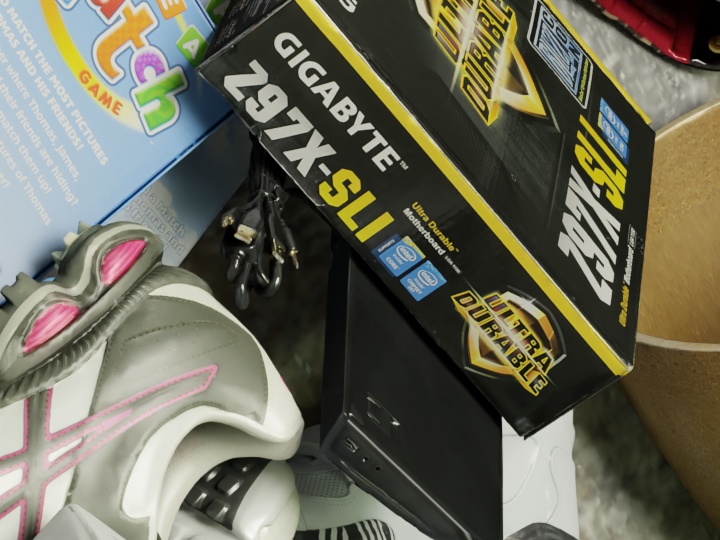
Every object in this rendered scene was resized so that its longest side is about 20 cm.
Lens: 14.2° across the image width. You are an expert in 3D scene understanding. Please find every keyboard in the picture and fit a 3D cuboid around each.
[{"bbox_3d":[0.000,0.000,0.904,0.127,0.021,0.200,45,23,-23],"label":"keyboard"}]

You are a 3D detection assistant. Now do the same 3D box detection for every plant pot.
[{"bbox_3d":[0.192,0.053,1.083,0.186,0.186,0.200,-43,125,-35],"label":"plant pot"}]

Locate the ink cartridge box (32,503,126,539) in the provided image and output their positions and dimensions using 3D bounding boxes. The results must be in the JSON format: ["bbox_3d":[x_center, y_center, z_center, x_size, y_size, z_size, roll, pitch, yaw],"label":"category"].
[{"bbox_3d":[-0.048,0.183,0.802,0.145,0.083,0.200,-48,121,2],"label":"ink cartridge box"}]

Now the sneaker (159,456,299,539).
[{"bbox_3d":[-0.082,0.138,0.878,0.200,0.075,0.081,-53,136,-3],"label":"sneaker"}]

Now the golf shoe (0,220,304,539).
[{"bbox_3d":[-0.105,0.076,0.813,0.088,0.077,0.200,40,72,11],"label":"golf shoe"}]

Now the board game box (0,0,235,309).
[{"bbox_3d":[-0.139,-0.058,0.838,0.200,0.037,0.151,-42,110,-33],"label":"board game box"}]

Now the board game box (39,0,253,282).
[{"bbox_3d":[-0.117,-0.047,0.910,0.151,0.037,0.200,49,56,-23],"label":"board game box"}]

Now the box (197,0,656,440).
[{"bbox_3d":[0.030,-0.055,0.956,0.160,0.049,0.200,50,22,-15],"label":"box"}]

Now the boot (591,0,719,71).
[{"bbox_3d":[0.175,-0.148,1.147,0.200,0.073,0.151,24,68,-30],"label":"boot"}]

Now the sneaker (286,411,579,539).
[{"bbox_3d":[0.002,0.059,0.981,0.200,0.075,0.115,12,75,-42],"label":"sneaker"}]
